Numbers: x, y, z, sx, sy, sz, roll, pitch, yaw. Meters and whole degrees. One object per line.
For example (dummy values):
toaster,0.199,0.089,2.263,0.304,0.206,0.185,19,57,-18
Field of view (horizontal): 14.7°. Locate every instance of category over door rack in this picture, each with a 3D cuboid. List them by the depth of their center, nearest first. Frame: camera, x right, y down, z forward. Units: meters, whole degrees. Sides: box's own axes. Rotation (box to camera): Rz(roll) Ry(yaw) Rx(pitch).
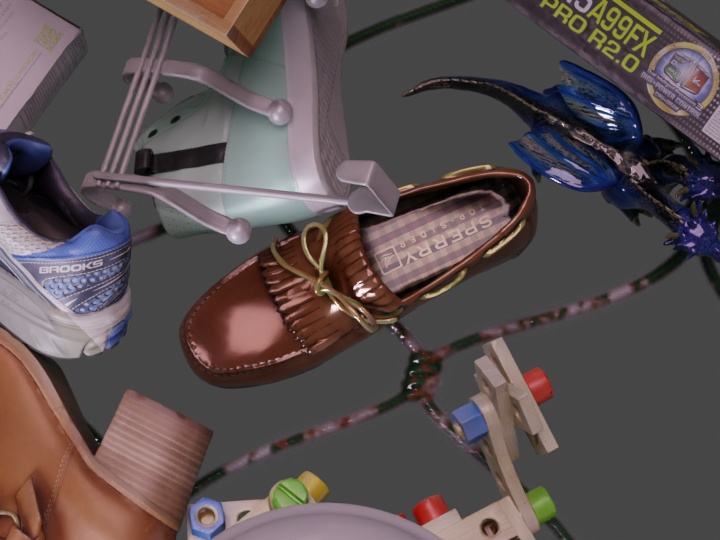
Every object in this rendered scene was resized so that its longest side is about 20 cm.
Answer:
over door rack,-0.035,-0.091,1.376,0.199,0.067,0.149,1,66,40

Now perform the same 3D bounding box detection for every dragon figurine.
dragon figurine,0.116,-0.069,1.446,0.199,0.099,0.059,32,90,9

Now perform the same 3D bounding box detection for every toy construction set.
toy construction set,0.021,0.126,1.393,0.199,0.092,0.132,-32,72,1

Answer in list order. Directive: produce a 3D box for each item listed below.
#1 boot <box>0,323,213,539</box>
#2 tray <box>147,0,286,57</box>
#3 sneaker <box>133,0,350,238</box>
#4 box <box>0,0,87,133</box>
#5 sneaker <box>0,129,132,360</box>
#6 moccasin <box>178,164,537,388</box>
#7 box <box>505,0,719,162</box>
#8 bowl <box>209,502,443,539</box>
boot,-0.186,0.113,1.414,0.199,0.077,0.156,25,83,12
tray,-0.110,-0.194,1.383,0.199,0.037,0.099,30,85,26
sneaker,-0.070,-0.109,1.486,0.118,0.074,0.201,-14,54,18
box,-0.269,-0.119,1.511,0.199,0.036,0.145,32,74,10
sneaker,-0.191,-0.043,1.404,0.199,0.085,0.077,30,38,16
moccasin,0.001,0.002,1.438,0.200,0.078,0.074,-19,78,-6
box,0.155,-0.111,1.435,0.200,0.160,0.044,38,101,14
bowl,-0.017,0.197,1.278,0.200,0.090,0.202,0,72,1
